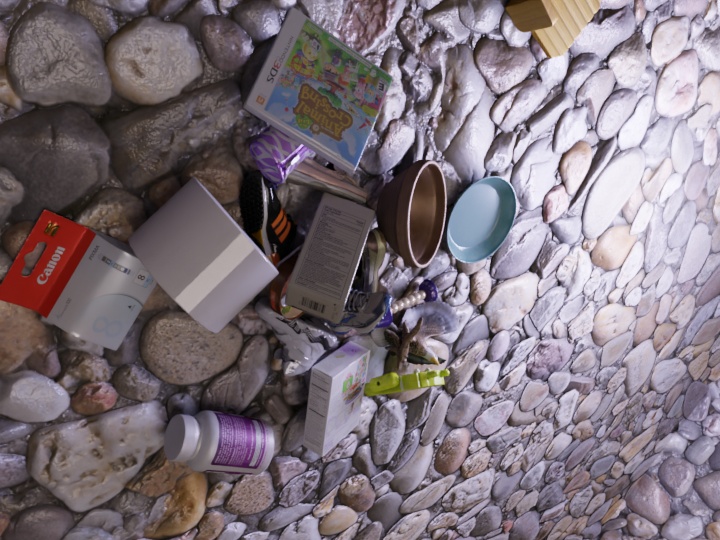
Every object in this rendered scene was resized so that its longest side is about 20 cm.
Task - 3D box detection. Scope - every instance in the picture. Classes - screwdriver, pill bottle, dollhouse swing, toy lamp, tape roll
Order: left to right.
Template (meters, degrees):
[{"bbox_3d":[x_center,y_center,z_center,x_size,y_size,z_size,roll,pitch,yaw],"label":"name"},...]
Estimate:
[{"bbox_3d":[-0.241,-0.024,0.975,0.139,0.203,0.204,-42,131,-5],"label":"tape roll"},{"bbox_3d":[-0.274,0.334,1.213,0.198,0.112,0.114,21,103,-40],"label":"pill bottle"},{"bbox_3d":[-0.087,-0.062,1.131,0.199,0.028,0.030,-39,151,-40],"label":"screwdriver"},{"bbox_3d":[0.084,0.073,1.319,0.198,0.058,0.059,-24,128,-38],"label":"toy lamp"},{"bbox_3d":[0.408,-0.519,1.171,0.175,0.182,0.201,38,92,-21],"label":"dollhouse swing"}]

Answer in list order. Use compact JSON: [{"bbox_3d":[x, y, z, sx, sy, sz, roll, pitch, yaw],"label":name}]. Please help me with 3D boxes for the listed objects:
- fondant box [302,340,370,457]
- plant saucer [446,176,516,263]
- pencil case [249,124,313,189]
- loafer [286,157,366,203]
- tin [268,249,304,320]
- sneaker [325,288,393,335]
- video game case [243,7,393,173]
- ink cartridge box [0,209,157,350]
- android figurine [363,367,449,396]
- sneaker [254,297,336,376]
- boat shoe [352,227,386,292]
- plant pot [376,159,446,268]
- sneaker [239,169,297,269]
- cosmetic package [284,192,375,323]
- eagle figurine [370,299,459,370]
[{"bbox_3d":[-0.051,0.272,1.332,0.143,0.057,0.204,-28,134,-52],"label":"fondant box"},{"bbox_3d":[0.260,-0.115,1.375,0.196,0.036,0.204,-16,123,-26],"label":"plant saucer"},{"bbox_3d":[-0.091,-0.227,1.013,0.201,0.085,0.085,-48,132,-21],"label":"pencil case"},{"bbox_3d":[-0.064,-0.171,1.102,0.197,0.071,0.065,14,87,-36],"label":"loafer"},{"bbox_3d":[-0.095,0.011,1.155,0.199,0.041,0.114,-39,138,-43],"label":"tin"},{"bbox_3d":[-0.019,0.072,1.202,0.085,0.198,0.078,41,55,-21],"label":"sneaker"},{"bbox_3d":[-0.060,-0.281,0.979,0.197,0.022,0.186,28,73,-20],"label":"video game case"},{"bbox_3d":[-0.431,0.021,0.971,0.198,0.047,0.162,29,97,-43],"label":"ink cartridge box"},{"bbox_3d":[0.103,0.246,1.380,0.180,0.197,0.042,6,69,-48],"label":"android figurine"},{"bbox_3d":[-0.143,0.136,1.215,0.198,0.075,0.116,31,98,-40],"label":"sneaker"},{"bbox_3d":[0.000,0.000,1.228,0.063,0.074,0.203,-9,135,-22],"label":"boat shoe"},{"bbox_3d":[0.091,-0.111,1.199,0.200,0.091,0.206,-26,120,-59],"label":"plant pot"},{"bbox_3d":[-0.153,-0.088,1.096,0.089,0.069,0.204,-28,130,-37],"label":"sneaker"},{"bbox_3d":[-0.051,-0.024,1.067,0.103,0.203,0.072,20,146,-1],"label":"cosmetic package"},{"bbox_3d":[0.131,0.159,1.404,0.149,0.154,0.199,-22,176,28],"label":"eagle figurine"}]
